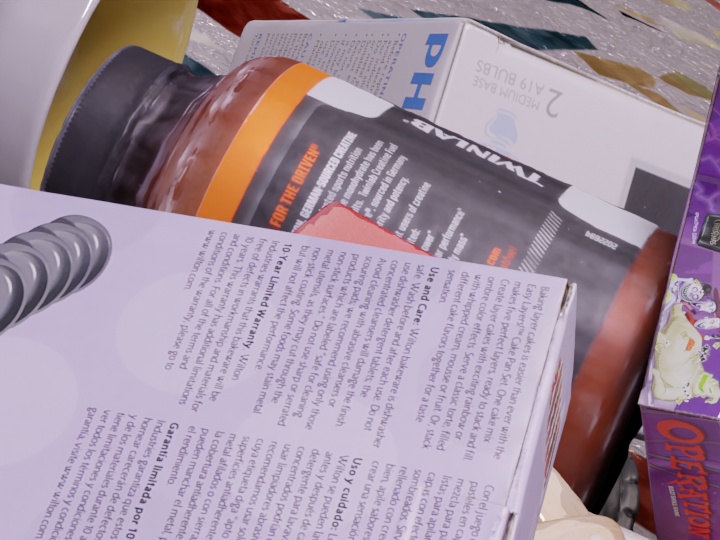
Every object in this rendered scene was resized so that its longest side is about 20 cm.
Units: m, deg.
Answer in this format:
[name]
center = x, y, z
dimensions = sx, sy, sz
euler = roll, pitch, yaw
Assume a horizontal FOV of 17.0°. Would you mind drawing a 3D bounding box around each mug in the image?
[mug]
center = -0.166, -0.088, 0.983
dimensions = 0.152, 0.187, 0.150
euler = 23, 51, 10

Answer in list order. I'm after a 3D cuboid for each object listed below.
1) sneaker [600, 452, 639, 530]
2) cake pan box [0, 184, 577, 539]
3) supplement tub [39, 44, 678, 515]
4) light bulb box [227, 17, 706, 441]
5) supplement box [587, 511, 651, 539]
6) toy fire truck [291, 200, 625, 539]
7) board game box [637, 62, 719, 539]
[sneaker]
center = 0.053, 0.103, 0.866
dimensions = 0.090, 0.076, 0.200
euler = 19, 19, -11
[cake pan box]
center = -0.058, 0.072, 0.539
dimensions = 0.183, 0.053, 0.201
euler = 7, 48, 12
[supplement tub]
center = 0.000, 0.000, 0.762
dimensions = 0.199, 0.108, 0.107
euler = 26, 18, 9
[light bulb box]
center = 0.056, -0.013, 0.978
dimensions = 0.197, 0.126, 0.200
euler = 19, -4, -27
[supplement box]
center = 0.103, 0.140, 0.696
dimensions = 0.199, 0.074, 0.126
euler = 23, -18, 18
[toy fire truck]
center = 0.026, 0.088, 0.619
dimensions = 0.200, 0.049, 0.141
euler = 40, 48, 7
[board game box]
center = 0.116, 0.043, 0.749
dimensions = 0.032, 0.121, 0.200
euler = 12, -29, 18
